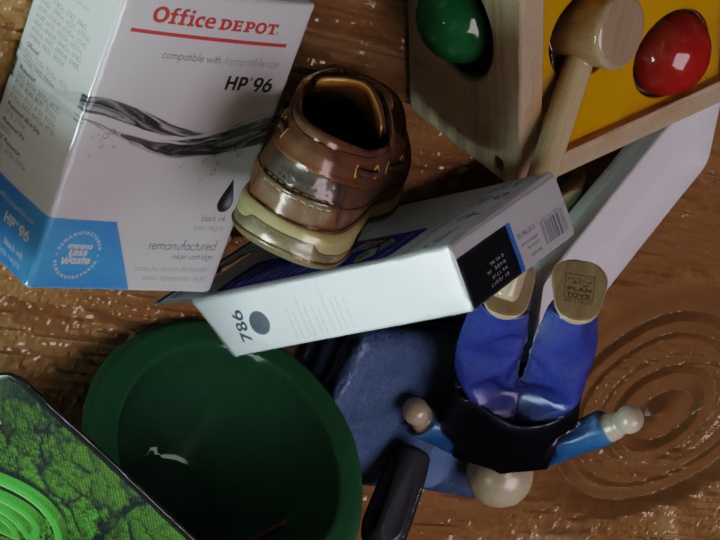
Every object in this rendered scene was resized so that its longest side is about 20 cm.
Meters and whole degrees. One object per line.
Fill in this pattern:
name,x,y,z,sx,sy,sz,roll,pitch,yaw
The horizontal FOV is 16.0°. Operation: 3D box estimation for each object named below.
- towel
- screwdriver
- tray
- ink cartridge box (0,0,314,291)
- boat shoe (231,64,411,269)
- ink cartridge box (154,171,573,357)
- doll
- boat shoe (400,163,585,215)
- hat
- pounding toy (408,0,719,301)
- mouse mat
towel,0.038,0.076,1.491,0.199,0.049,0.112,10,113,-46
screwdriver,-0.002,0.191,1.425,0.028,0.029,0.201,24,71,-14
tray,0.148,-0.034,1.478,0.200,0.022,0.108,-49,160,-28
ink cartridge box,-0.100,-0.093,1.224,0.115,0.068,0.201,1,119,-42
boat shoe,-0.007,-0.064,1.259,0.200,0.072,0.068,-60,174,-68
ink cartridge box,0.000,0.000,1.279,0.099,0.199,0.039,-35,109,-46
doll,0.092,0.072,1.429,0.135,0.049,0.201,5,141,-4
boat shoe,0.046,-0.004,1.418,0.199,0.073,0.065,-23,128,-27
hat,-0.120,0.145,1.389,0.200,0.166,0.176,-31,172,-45
pounding toy,0.109,-0.124,1.330,0.199,0.142,0.185,-25,133,-26
mouse mat,-0.159,0.154,1.284,0.161,0.008,0.200,-37,108,26
